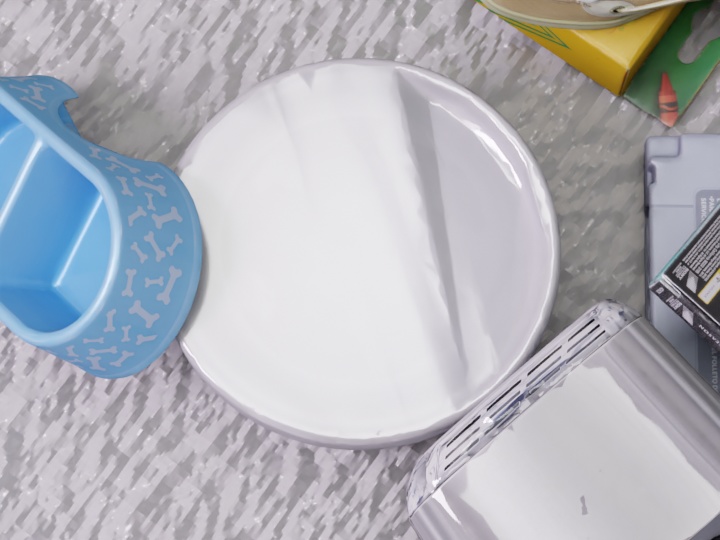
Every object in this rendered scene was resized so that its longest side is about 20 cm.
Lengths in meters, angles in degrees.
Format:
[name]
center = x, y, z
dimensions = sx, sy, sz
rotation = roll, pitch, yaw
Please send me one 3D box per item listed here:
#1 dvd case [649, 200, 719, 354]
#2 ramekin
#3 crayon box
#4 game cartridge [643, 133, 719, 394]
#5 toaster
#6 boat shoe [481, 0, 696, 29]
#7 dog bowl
[dvd case]
center = 0.254, 0.027, 1.309
dimensions = 0.200, 0.022, 0.146
rotation = 42, 60, 1
[ramekin]
center = 0.000, 0.000, 1.358
dimensions = 0.201, 0.094, 0.203
rotation = 0, 75, 1
[crayon box]
center = 0.121, -0.185, 1.426
dimensions = 0.200, 0.051, 0.127
rotation = 34, 78, 8
[game cartridge]
center = 0.213, 0.029, 1.378
dimensions = 0.133, 0.040, 0.201
rotation = 0, 76, 5
[toaster]
center = 0.115, 0.105, 1.290
dimensions = 0.200, 0.114, 0.129
rotation = -41, 80, -1
[boat shoe]
center = 0.156, -0.166, 1.361
dimensions = 0.200, 0.063, 0.074
rotation = 0, 76, 0
[dog bowl]
center = -0.162, -0.027, 1.339
dimensions = 0.200, 0.049, 0.112
rotation = 39, 107, 39
